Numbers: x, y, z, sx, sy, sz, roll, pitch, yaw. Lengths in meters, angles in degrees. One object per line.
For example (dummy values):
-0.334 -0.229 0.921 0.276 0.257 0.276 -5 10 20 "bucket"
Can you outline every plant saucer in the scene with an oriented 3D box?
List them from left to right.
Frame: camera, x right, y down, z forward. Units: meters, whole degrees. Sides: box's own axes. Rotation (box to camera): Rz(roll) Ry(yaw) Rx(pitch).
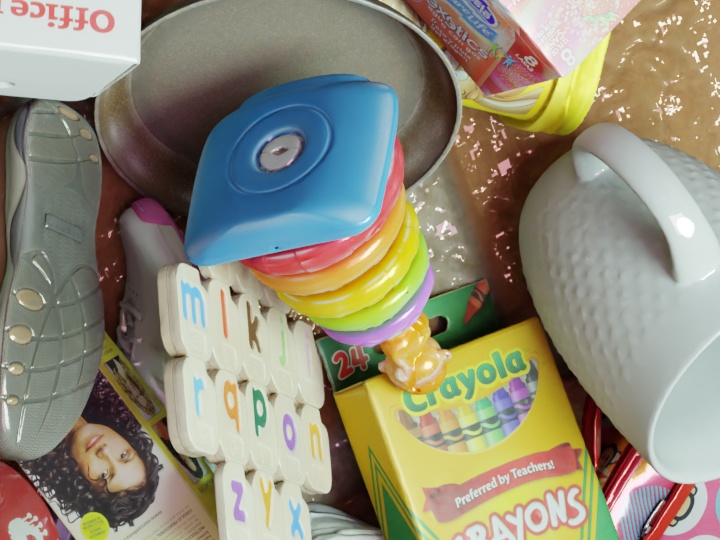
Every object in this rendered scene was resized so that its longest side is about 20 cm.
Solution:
-0.044 -0.094 1.358 0.198 0.032 0.201 -2 143 -1 "plant saucer"

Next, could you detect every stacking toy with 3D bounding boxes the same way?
0.000 0.000 1.348 0.200 0.115 0.110 56 32 -41 "stacking toy"

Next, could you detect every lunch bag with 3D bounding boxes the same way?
0.214 0.114 1.544 0.176 0.082 0.201 35 84 -21 "lunch bag"

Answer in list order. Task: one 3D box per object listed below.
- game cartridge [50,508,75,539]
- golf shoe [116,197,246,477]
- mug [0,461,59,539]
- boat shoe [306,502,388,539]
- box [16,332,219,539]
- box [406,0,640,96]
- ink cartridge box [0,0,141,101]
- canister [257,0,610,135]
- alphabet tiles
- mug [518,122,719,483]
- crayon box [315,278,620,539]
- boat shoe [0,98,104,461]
-0.116 0.229 1.447 0.199 0.041 0.134 24 87 -25 "game cartridge"
-0.112 0.062 1.396 0.091 0.075 0.201 -19 106 -14 "golf shoe"
-0.231 0.164 1.272 0.177 0.200 0.134 -35 87 27 "mug"
0.041 0.190 1.488 0.199 0.066 0.072 26 90 -25 "boat shoe"
-0.111 0.135 1.354 0.075 0.050 0.200 -39 89 13 "box"
0.122 -0.196 1.333 0.200 0.102 0.095 -46 104 -18 "box"
-0.188 -0.198 1.272 0.144 0.084 0.202 4 79 -24 "ink cartridge box"
0.039 -0.168 1.406 0.199 0.086 0.150 11 96 -23 "canister"
-0.061 0.063 1.358 0.014 0.200 0.197 -10 75 19 "alphabet tiles"
0.169 -0.005 1.418 0.147 0.176 0.200 -33 144 -8 "mug"
0.066 0.113 1.452 0.126 0.051 0.201 -20 88 -27 "crayon box"
-0.182 0.008 1.319 0.076 0.071 0.201 33 51 -45 "boat shoe"
